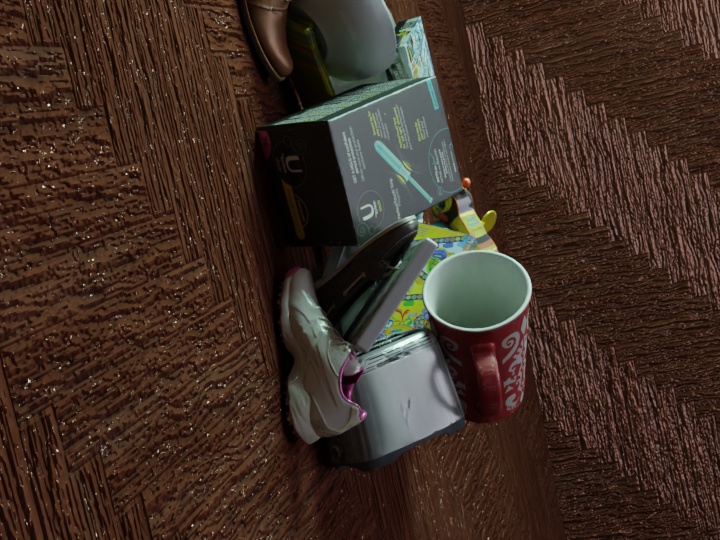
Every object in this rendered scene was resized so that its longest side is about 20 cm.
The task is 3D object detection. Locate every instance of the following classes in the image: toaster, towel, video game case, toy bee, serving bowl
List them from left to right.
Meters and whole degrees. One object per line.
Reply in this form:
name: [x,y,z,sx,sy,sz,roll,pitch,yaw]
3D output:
towel: [-0.061,-0.242,1.537,0.086,0.018,0.201,32,-26,42]
serving bowl: [-0.048,-0.314,1.497,0.066,0.199,0.201,-43,135,-21]
video game case: [0.030,0.031,1.403,0.144,0.018,0.200,-57,-177,-5]
toaster: [0.039,0.151,1.447,0.199,0.113,0.130,-19,95,-31]
toy bee: [0.134,-0.072,1.720,0.131,0.199,0.109,-49,175,-46]

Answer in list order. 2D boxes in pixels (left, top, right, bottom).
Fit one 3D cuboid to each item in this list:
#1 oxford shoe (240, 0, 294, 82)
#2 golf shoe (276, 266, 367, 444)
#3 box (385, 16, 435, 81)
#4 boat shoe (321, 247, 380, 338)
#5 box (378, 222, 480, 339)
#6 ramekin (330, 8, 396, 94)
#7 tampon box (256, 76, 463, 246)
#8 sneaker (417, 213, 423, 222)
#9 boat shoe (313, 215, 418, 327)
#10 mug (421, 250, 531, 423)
oxford shoe: [-0.105,-0.325,1.429,0.071,0.071,0.202,-72,151,-68]
golf shoe: [-0.041,0.090,1.341,0.075,0.091,0.202,36,44,-68]
box: [0.076,-0.279,1.744,0.200,0.039,0.138,-68,144,-66]
boat shoe: [0.000,0.000,1.529,0.070,0.071,0.202,53,48,-56]
box: [0.089,0.075,1.655,0.193,0.121,0.201,-57,144,-25]
ramekin: [0.003,-0.299,1.764,0.200,0.104,0.202,-10,90,-76]
tampon box: [0.001,-0.131,1.434,0.199,0.126,0.151,-29,111,-42]
sneaker: [0.071,-0.135,1.973,0.140,0.077,0.202,8,73,-75]
boat shoe: [0.006,0.007,1.374,0.067,0.200,0.057,-24,79,-53]
mug: [0.142,0.106,1.509,0.201,0.132,0.178,81,31,-46]
